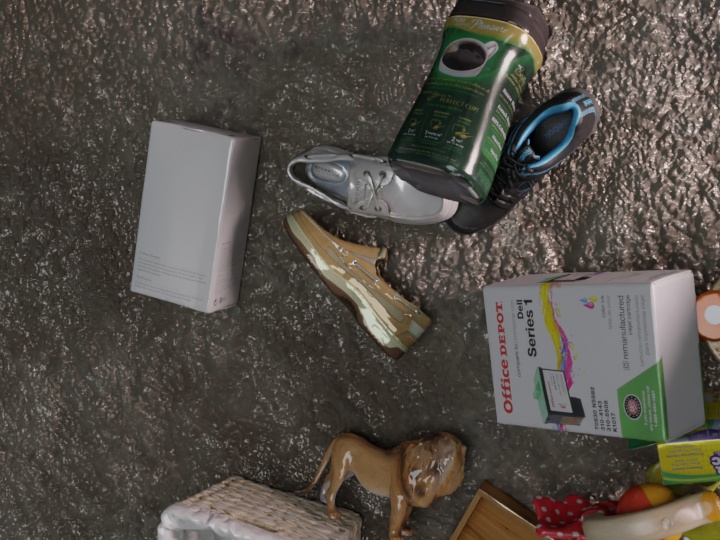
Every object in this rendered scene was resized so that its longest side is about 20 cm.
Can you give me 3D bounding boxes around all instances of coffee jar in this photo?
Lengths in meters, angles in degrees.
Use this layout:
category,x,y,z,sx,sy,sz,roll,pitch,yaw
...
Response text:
category,x,y,z,sx,sy,sz,roll,pitch,yaw
coffee jar,0.110,-0.174,1.000,0.103,0.085,0.203,17,78,33

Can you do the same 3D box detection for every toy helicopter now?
category,x,y,z,sx,sy,sz,roll,pitch,yaw
toy helicopter,0.410,0.013,0.959,0.131,0.079,0.202,34,95,19

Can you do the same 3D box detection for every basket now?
category,x,y,z,sx,sy,sz,roll,pitch,yaw
basket,-0.117,0.361,1.148,0.194,0.160,0.204,12,102,18

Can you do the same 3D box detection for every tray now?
category,x,y,z,sx,sy,sz,roll,pitch,yaw
tray,0.193,0.328,1.096,0.198,0.037,0.100,32,106,13

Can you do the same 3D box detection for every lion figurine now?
category,x,y,z,sx,sy,sz,roll,pitch,yaw
lion figurine,0.019,0.224,1.130,0.196,0.072,0.125,12,94,23

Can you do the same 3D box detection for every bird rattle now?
category,x,y,z,sx,sy,sz,roll,pitch,yaw
bird rattle,0.270,0.234,0.988,0.196,0.163,0.115,-7,79,1

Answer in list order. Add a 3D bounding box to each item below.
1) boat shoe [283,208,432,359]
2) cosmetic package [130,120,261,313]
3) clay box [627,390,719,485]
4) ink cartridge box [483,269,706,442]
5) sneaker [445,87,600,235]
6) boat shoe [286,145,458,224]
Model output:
category,x,y,z,sx,sy,sz,roll,pitch,yaw
boat shoe,0.000,0.000,1.117,0.076,0.072,0.200,-42,89,5
cosmetic package,-0.190,-0.065,1.165,0.111,0.081,0.204,15,101,17
clay box,0.361,0.156,0.968,0.196,0.115,0.049,-10,102,22
ink cartridge box,0.224,0.079,0.986,0.198,0.083,0.148,-2,96,47
sneaker,0.154,-0.112,1.030,0.073,0.082,0.200,47,111,5
boat shoe,0.008,-0.087,1.075,0.197,0.069,0.072,13,107,30
